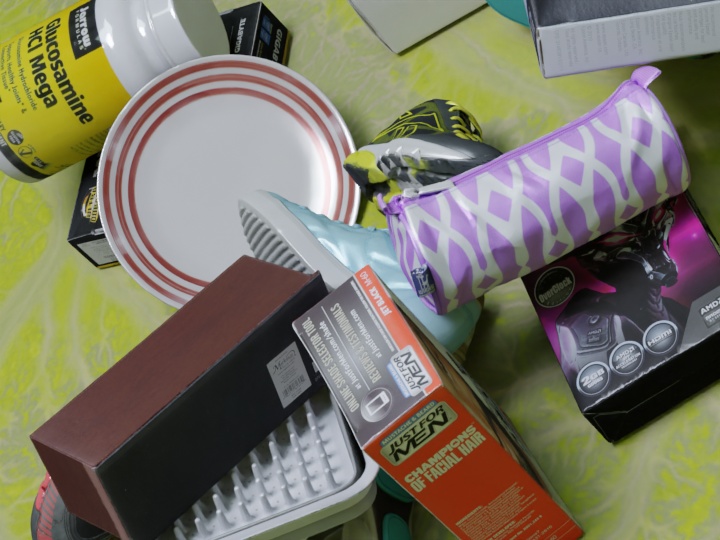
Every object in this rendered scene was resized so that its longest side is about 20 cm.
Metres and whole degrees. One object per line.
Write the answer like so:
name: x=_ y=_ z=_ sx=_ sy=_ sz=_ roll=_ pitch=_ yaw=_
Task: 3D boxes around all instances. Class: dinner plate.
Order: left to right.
dinner plate: x=-0.098 y=-0.062 z=1.381 sx=0.198 sy=0.024 sz=0.202 roll=0 pitch=80 yaw=-2

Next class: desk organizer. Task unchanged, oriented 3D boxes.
desk organizer: x=-0.105 y=0.079 z=1.164 sx=0.077 sy=0.072 sz=0.200 roll=16 pitch=48 yaw=45

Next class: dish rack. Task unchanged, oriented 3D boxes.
dish rack: x=-0.076 y=0.120 z=1.191 sx=0.170 sy=0.044 sz=0.200 roll=-20 pitch=33 yaw=-1

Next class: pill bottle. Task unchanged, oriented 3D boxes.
pill bottle: x=-0.208 y=-0.157 z=1.456 sx=0.199 sy=0.112 sz=0.113 roll=-24 pitch=49 yaw=21

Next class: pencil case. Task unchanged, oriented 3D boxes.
pencil case: x=0.107 y=-0.048 z=1.144 sx=0.199 sy=0.086 sz=0.084 roll=-26 pitch=18 yaw=-10

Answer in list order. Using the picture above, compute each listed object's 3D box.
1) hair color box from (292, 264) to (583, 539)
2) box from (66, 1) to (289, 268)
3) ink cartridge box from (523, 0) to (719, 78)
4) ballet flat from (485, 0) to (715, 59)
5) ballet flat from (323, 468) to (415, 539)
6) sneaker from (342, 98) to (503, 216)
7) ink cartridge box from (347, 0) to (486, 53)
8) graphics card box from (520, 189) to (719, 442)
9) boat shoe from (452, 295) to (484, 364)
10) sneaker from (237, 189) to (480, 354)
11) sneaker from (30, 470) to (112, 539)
hair color box: x=0.049 y=0.097 z=1.109 sx=0.064 sy=0.200 sz=0.111 roll=-38 pitch=47 yaw=6
box: x=-0.146 y=-0.111 z=1.493 sx=0.158 sy=0.049 sz=0.202 roll=-13 pitch=54 yaw=31
ink cartridge box: x=0.205 y=-0.199 z=1.216 sx=0.198 sy=0.047 sz=0.198 roll=-10 pitch=30 yaw=4
ballet flat: x=0.185 y=-0.199 z=1.320 sx=0.199 sy=0.068 sz=0.075 roll=18 pitch=50 yaw=35
ballet flat: x=0.004 y=0.156 z=1.194 sx=0.069 sy=0.069 sz=0.202 roll=-16 pitch=52 yaw=26
sneaker: x=0.054 y=-0.086 z=1.285 sx=0.085 sy=0.075 sz=0.200 roll=-49 pitch=22 yaw=-13
ink cartridge box: x=0.048 y=-0.290 z=1.453 sx=0.146 sy=0.083 sz=0.201 roll=-27 pitch=48 yaw=17
graphics card box: x=0.170 y=-0.001 z=1.196 sx=0.125 sy=0.051 sz=0.201 roll=-31 pitch=48 yaw=13
boat shoe: x=-0.012 y=0.033 z=1.283 sx=0.198 sy=0.073 sz=0.063 roll=-1 pitch=61 yaw=32
sneaker: x=0.000 y=0.000 z=1.229 sx=0.082 sy=0.074 sz=0.200 roll=-31 pitch=54 yaw=-27
sneaker: x=-0.158 y=0.134 z=1.308 sx=0.201 sy=0.071 sz=0.098 roll=-49 pitch=27 yaw=-4
